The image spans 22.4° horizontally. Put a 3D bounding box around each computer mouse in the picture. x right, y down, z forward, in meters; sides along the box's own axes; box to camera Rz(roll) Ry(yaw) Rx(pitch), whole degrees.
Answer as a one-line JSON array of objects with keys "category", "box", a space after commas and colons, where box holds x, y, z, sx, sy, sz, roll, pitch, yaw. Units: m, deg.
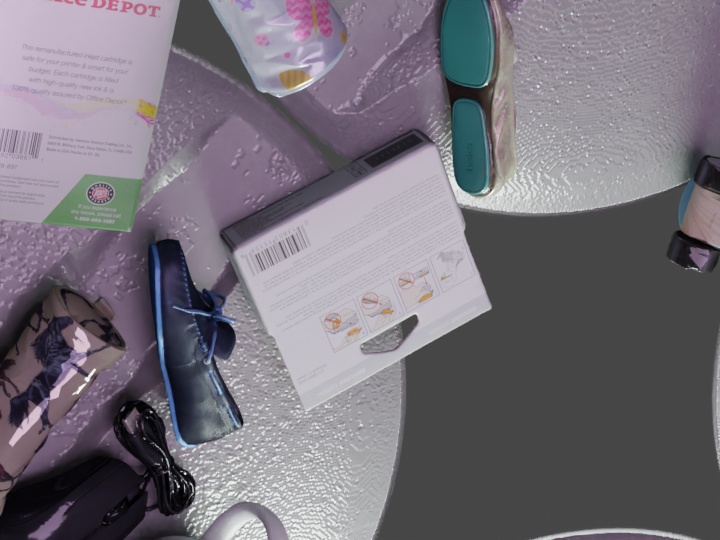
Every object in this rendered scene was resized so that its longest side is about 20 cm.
[{"category": "computer mouse", "box": [-0.238, 0.207, 1.541, 0.199, 0.053, 0.139, -29, 131, -8]}]

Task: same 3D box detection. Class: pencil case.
[{"category": "pencil case", "box": [-0.272, 0.108, 1.479, 0.078, 0.089, 0.201, 37, 94, -3]}, {"category": "pencil case", "box": [-0.090, -0.230, 1.404, 0.091, 0.083, 0.200, -53, 126, -23]}]

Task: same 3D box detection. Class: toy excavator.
[{"category": "toy excavator", "box": [0.401, -0.043, 1.699, 0.193, 0.200, 0.101, 22, 109, 16]}]

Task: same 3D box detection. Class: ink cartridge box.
[{"category": "ink cartridge box", "box": [0.000, 0.000, 1.570, 0.199, 0.044, 0.175, -28, 121, -11]}, {"category": "ink cartridge box", "box": [-0.231, -0.143, 1.381, 0.144, 0.088, 0.202, 5, 112, -26]}]

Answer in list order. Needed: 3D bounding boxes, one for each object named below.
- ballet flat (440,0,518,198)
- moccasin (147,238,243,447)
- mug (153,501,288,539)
[{"category": "ballet flat", "box": [0.105, -0.160, 1.546, 0.062, 0.067, 0.202, -29, 129, -42]}, {"category": "moccasin", "box": [-0.136, 0.055, 1.521, 0.068, 0.081, 0.201, -9, 129, -4]}, {"category": "mug", "box": [-0.131, 0.291, 1.562, 0.147, 0.175, 0.201, 32, 96, -31]}]
